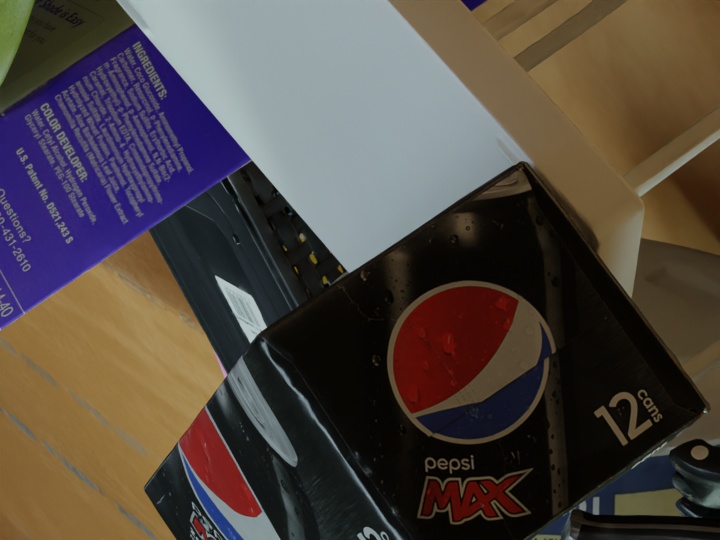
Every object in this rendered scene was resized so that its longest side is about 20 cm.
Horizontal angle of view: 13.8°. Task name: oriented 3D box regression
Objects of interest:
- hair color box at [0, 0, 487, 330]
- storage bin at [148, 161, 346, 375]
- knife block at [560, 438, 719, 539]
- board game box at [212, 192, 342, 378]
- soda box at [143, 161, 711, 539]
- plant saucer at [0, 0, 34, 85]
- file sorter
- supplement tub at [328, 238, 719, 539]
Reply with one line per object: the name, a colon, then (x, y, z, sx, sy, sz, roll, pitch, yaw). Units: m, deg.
hair color box: (-0.071, -0.064, 0.912, 0.109, 0.200, 0.065, 29, 151, 60)
storage bin: (0.000, 0.000, 1.037, 0.201, 0.094, 0.135, 62, 165, -23)
knife block: (0.137, 0.112, 0.672, 0.200, 0.175, 0.064, 45, 163, 34)
board game box: (-0.005, 0.053, 1.267, 0.200, 0.040, 0.153, 44, 161, 40)
soda box: (0.005, 0.041, 0.660, 0.063, 0.071, 0.200, 55, 164, 5)
plant saucer: (-0.105, -0.122, 0.815, 0.200, 0.031, 0.201, -171, 90, -73)
file sorter: (0.034, -0.076, 0.700, 0.200, 0.124, 0.139, 50, 163, 22)
supplement tub: (0.055, 0.102, 0.855, 0.144, 0.144, 0.201, 31, 126, 58)
